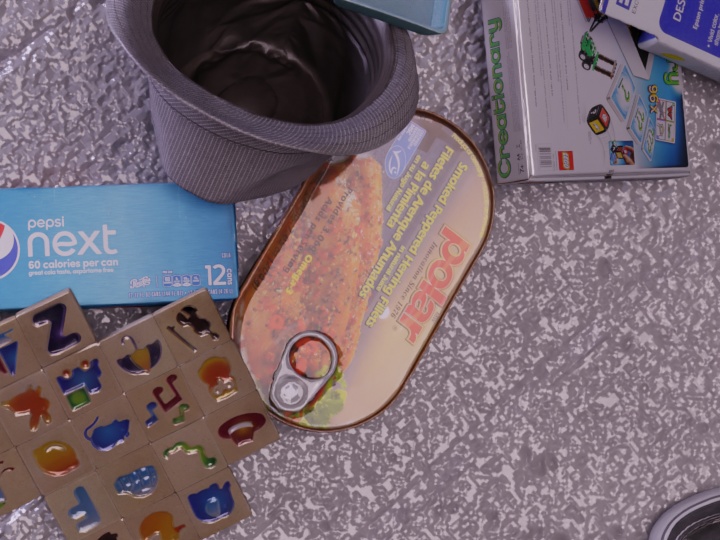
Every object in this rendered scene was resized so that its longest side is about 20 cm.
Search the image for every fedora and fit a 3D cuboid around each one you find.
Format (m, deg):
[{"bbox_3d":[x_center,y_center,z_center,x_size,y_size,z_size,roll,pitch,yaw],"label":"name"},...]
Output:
[{"bbox_3d":[-0.061,-0.101,1.108,0.176,0.090,0.200,23,39,-4],"label":"fedora"}]

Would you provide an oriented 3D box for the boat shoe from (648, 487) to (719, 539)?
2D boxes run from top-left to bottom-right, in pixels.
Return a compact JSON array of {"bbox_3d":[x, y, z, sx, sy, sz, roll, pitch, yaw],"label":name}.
[{"bbox_3d":[0.274,0.167,1.199,0.199,0.066,0.070,6,86,-11],"label":"boat shoe"}]

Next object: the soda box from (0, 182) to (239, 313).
[{"bbox_3d":[-0.171,-0.012,1.124,0.199,0.064,0.068,-2,88,-12],"label":"soda box"}]

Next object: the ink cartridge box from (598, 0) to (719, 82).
[{"bbox_3d":[0.234,-0.210,1.196,0.199,0.047,0.198,19,85,-26],"label":"ink cartridge box"}]

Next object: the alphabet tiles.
[{"bbox_3d":[-0.153,0.095,1.113,0.200,0.008,0.168,-26,109,-3],"label":"alphabet tiles"}]

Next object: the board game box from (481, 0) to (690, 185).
[{"bbox_3d":[0.130,-0.152,1.183,0.126,0.035,0.201,-3,87,-34],"label":"board game box"}]

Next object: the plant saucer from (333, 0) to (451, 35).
[{"bbox_3d":[0.027,-0.221,1.157,0.070,0.019,0.201,17,59,-13],"label":"plant saucer"}]

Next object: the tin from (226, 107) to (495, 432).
[{"bbox_3d":[0.000,0.000,1.171,0.112,0.042,0.200,31,82,-4],"label":"tin"}]
